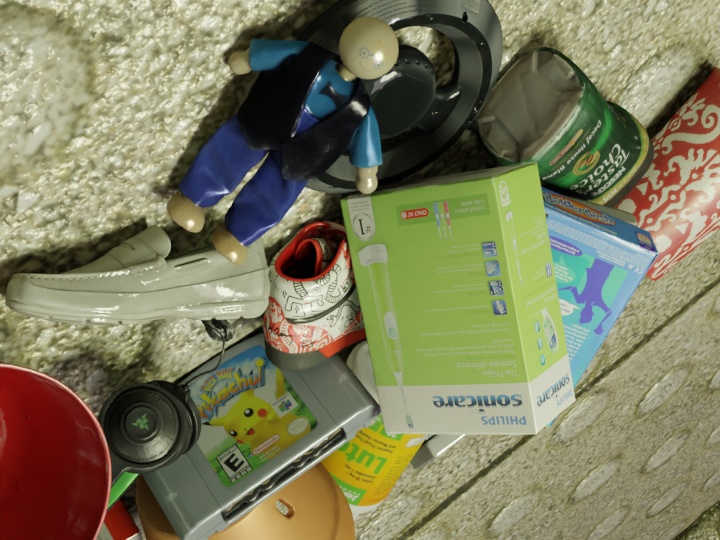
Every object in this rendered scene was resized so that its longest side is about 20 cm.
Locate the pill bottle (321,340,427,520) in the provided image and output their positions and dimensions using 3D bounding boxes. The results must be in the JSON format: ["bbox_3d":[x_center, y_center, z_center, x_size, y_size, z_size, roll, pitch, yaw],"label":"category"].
[{"bbox_3d":[-0.002,0.180,1.109,0.110,0.111,0.201,-4,134,-44],"label":"pill bottle"}]

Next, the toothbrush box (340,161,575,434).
[{"bbox_3d":[0.080,0.025,0.869,0.144,0.203,0.086,-6,-172,35],"label":"toothbrush box"}]

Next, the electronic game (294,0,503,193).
[{"bbox_3d":[0.019,-0.135,0.803,0.198,0.042,0.201,-21,146,-15],"label":"electronic game"}]

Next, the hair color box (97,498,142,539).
[{"bbox_3d":[-0.262,0.303,1.032,0.110,0.064,0.201,-27,145,-23],"label":"hair color box"}]

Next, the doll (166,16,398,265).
[{"bbox_3d":[-0.043,-0.093,0.733,0.136,0.049,0.200,36,116,-16],"label":"doll"}]

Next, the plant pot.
[{"bbox_3d":[-0.116,0.222,0.982,0.199,0.200,0.141,-32,133,-13],"label":"plant pot"}]

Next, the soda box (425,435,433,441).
[{"bbox_3d":[0.127,0.101,1.186,0.199,0.071,0.064,-33,153,-14],"label":"soda box"}]

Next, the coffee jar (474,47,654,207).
[{"bbox_3d":[0.192,-0.119,0.969,0.105,0.086,0.199,-50,148,16],"label":"coffee jar"}]

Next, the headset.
[{"bbox_3d":[-0.174,0.112,0.836,0.201,0.094,0.124,-50,177,-2],"label":"headset"}]

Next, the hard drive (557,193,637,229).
[{"bbox_3d":[0.157,0.024,0.986,0.130,0.026,0.202,13,119,-4],"label":"hard drive"}]

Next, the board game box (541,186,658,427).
[{"bbox_3d":[0.147,0.029,0.949,0.150,0.045,0.202,22,117,-9],"label":"board game box"}]

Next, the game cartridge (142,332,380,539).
[{"bbox_3d":[-0.098,0.130,0.923,0.199,0.133,0.041,-34,141,-14],"label":"game cartridge"}]

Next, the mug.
[{"bbox_3d":[0.362,-0.090,1.151,0.200,0.134,0.177,-46,147,15],"label":"mug"}]

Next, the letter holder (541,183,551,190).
[{"bbox_3d":[0.124,0.016,1.054,0.141,0.101,0.201,-3,133,-43],"label":"letter holder"}]

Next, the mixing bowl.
[{"bbox_3d":[-0.283,0.139,0.729,0.198,0.108,0.203,-14,115,-32],"label":"mixing bowl"}]

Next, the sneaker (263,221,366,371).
[{"bbox_3d":[0.000,0.001,0.930,0.200,0.067,0.109,-28,137,-33],"label":"sneaker"}]

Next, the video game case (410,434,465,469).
[{"bbox_3d":[0.143,0.173,1.279,0.181,0.023,0.200,-34,170,-11],"label":"video game case"}]

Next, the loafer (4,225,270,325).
[{"bbox_3d":[-0.158,0.003,0.775,0.198,0.070,0.071,-2,92,-36],"label":"loafer"}]
